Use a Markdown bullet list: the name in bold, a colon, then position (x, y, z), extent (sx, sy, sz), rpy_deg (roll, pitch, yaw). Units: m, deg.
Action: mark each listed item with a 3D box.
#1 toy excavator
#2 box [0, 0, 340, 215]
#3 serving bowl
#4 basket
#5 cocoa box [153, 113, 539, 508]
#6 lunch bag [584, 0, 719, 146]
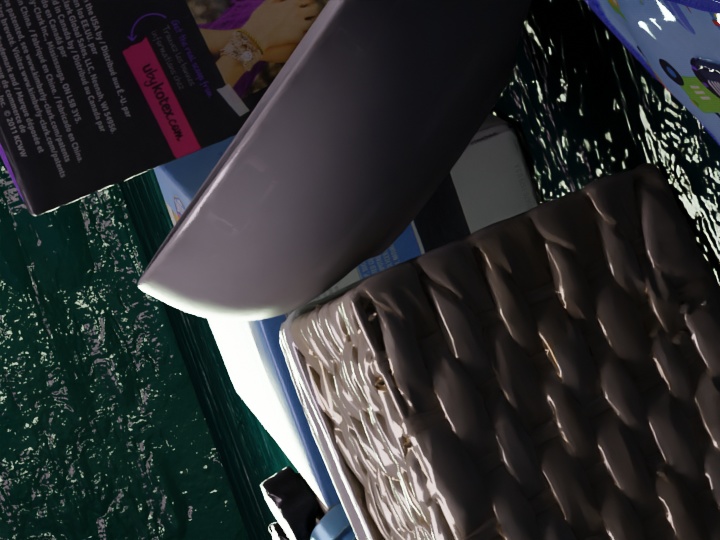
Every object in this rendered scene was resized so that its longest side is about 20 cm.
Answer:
- **toy excavator**: position (0.033, 0.219, 1.638), extent (0.200, 0.100, 0.195), rpy_deg (53, 167, 27)
- **box**: position (-0.070, -0.123, 1.021), extent (0.122, 0.200, 0.106), rpy_deg (-128, 18, -59)
- **serving bowl**: position (0.004, -0.058, 0.885), extent (0.066, 0.200, 0.200), rpy_deg (35, 173, -6)
- **basket**: position (0.072, 0.075, 0.875), extent (0.123, 0.135, 0.200), rpy_deg (126, 120, -77)
- **cocoa box**: position (0.000, 0.000, 1.129), extent (0.200, 0.131, 0.134), rpy_deg (-140, 29, -71)
- **lunch bag**: position (0.099, -0.076, 0.573), extent (0.200, 0.094, 0.151), rpy_deg (57, 173, -12)
